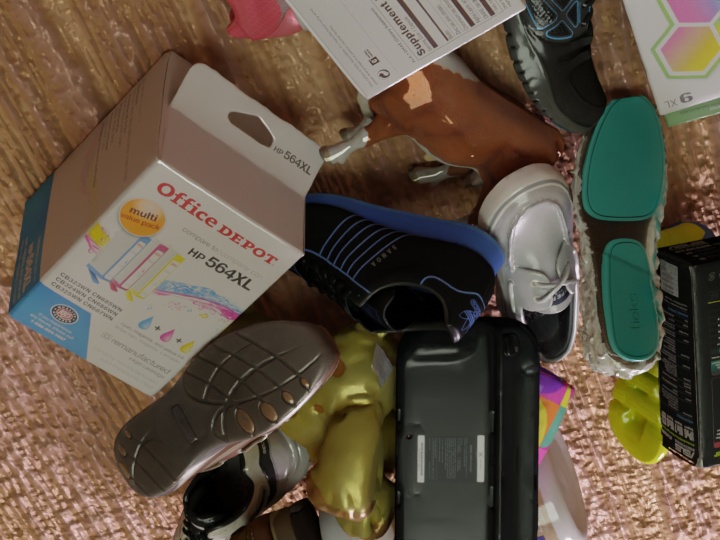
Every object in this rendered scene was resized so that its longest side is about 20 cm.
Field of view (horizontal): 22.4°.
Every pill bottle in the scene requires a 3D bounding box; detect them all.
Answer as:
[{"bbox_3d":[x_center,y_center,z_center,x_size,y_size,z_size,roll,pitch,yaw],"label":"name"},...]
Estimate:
[{"bbox_3d":[0.073,0.195,1.467,0.199,0.116,0.116,-19,129,14],"label":"pill bottle"}]

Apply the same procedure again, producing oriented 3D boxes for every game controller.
[{"bbox_3d":[0.077,0.133,1.307,0.103,0.042,0.202,1,94,6],"label":"game controller"}]

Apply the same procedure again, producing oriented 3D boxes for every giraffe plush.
[{"bbox_3d":[-0.048,0.092,1.367,0.161,0.173,0.201,11,145,17],"label":"giraffe plush"}]

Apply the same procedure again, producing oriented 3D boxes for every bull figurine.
[{"bbox_3d":[0.047,-0.106,1.244,0.199,0.065,0.121,33,125,-26],"label":"bull figurine"}]

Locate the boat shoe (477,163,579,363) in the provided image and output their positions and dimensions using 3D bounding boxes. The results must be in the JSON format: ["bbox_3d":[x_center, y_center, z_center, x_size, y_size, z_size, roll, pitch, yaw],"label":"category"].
[{"bbox_3d":[0.127,0.001,1.298,0.072,0.069,0.201,-22,148,-13],"label":"boat shoe"}]

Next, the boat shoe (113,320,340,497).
[{"bbox_3d":[-0.089,0.091,1.281,0.199,0.076,0.072,-31,169,30],"label":"boat shoe"}]

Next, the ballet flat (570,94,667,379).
[{"bbox_3d":[0.173,-0.021,1.266,0.071,0.202,0.072,3,165,1],"label":"ballet flat"}]

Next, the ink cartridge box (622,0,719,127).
[{"bbox_3d":[0.231,-0.168,1.200,0.103,0.060,0.201,-16,129,12],"label":"ink cartridge box"}]

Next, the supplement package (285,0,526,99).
[{"bbox_3d":[0.002,-0.231,1.046,0.110,0.201,0.156,-28,125,20],"label":"supplement package"}]

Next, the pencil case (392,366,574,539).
[{"bbox_3d":[0.086,0.151,1.366,0.088,0.088,0.201,24,89,-21],"label":"pencil case"}]

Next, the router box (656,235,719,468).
[{"bbox_3d":[0.311,0.045,1.310,0.199,0.062,0.151,-10,105,-18],"label":"router box"}]

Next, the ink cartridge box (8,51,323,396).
[{"bbox_3d":[-0.131,-0.038,1.256,0.128,0.126,0.200,32,123,-26],"label":"ink cartridge box"}]

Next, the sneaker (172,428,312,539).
[{"bbox_3d":[-0.120,0.195,1.469,0.087,0.076,0.201,-15,142,-53],"label":"sneaker"}]

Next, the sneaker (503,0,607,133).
[{"bbox_3d":[0.128,-0.173,1.184,0.081,0.073,0.200,-22,129,14],"label":"sneaker"}]

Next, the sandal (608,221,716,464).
[{"bbox_3d":[0.243,0.048,1.387,0.087,0.079,0.201,-19,131,-31],"label":"sandal"}]

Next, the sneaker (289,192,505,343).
[{"bbox_3d":[0.000,0.000,1.277,0.199,0.078,0.070,8,144,30],"label":"sneaker"}]

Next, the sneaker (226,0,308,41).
[{"bbox_3d":[-0.084,-0.221,1.137,0.086,0.074,0.201,-15,128,16],"label":"sneaker"}]

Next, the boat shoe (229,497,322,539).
[{"bbox_3d":[-0.066,0.221,1.436,0.068,0.072,0.200,-21,163,4],"label":"boat shoe"}]
